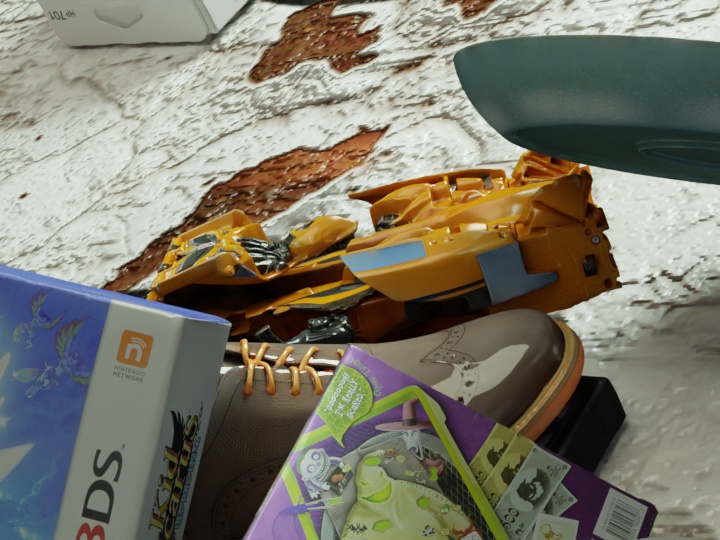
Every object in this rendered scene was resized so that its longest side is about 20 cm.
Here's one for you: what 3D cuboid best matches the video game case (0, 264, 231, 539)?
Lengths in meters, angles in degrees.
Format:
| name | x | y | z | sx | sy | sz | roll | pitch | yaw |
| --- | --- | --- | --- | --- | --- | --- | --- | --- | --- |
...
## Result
| name | x | y | z | sx | sy | sz | roll | pitch | yaw |
| --- | --- | --- | --- | --- | --- | --- | --- | --- | --- |
| video game case | -0.160 | 0.083 | 0.710 | 0.199 | 0.045 | 0.182 | 12 | 89 | 18 |

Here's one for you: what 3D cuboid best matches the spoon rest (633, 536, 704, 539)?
| name | x | y | z | sx | sy | sz | roll | pitch | yaw |
| --- | --- | --- | --- | --- | --- | --- | --- | --- | --- |
| spoon rest | 0.076 | 0.148 | 0.579 | 0.099 | 0.061 | 0.200 | 13 | 37 | 19 |

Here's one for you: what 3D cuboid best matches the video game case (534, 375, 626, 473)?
| name | x | y | z | sx | sy | sz | roll | pitch | yaw |
| --- | --- | --- | --- | --- | --- | --- | --- | --- | --- |
| video game case | -0.026 | 0.103 | 0.756 | 0.200 | 0.026 | 0.181 | 1 | 41 | 40 |

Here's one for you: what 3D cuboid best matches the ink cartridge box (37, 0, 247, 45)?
| name | x | y | z | sx | sy | sz | roll | pitch | yaw |
| --- | --- | --- | --- | --- | --- | --- | --- | --- | --- |
| ink cartridge box | -0.097 | -0.230 | 1.246 | 0.146 | 0.086 | 0.200 | 4 | 42 | 42 |

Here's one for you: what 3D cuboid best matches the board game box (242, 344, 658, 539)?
| name | x | y | z | sx | sy | sz | roll | pitch | yaw |
| --- | --- | --- | --- | --- | --- | --- | --- | --- | --- |
| board game box | 0.009 | 0.123 | 0.627 | 0.200 | 0.120 | 0.032 | -60 | 2 | -42 |

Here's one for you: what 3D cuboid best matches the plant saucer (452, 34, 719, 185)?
| name | x | y | z | sx | sy | sz | roll | pitch | yaw |
| --- | --- | --- | --- | --- | --- | --- | --- | --- | --- |
| plant saucer | 0.129 | -0.050 | 0.712 | 0.200 | 0.200 | 0.028 | 6 | 87 | 44 |

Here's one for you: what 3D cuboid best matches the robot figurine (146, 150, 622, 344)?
| name | x | y | z | sx | sy | sz | roll | pitch | yaw |
| --- | --- | --- | --- | --- | --- | --- | --- | --- | --- |
| robot figurine | 0.000 | 0.000 | 0.820 | 0.199 | 0.058 | 0.145 | -13 | 15 | 5 |

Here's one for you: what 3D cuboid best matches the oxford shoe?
| name | x | y | z | sx | sy | sz | roll | pitch | yaw |
| --- | --- | --- | --- | --- | --- | --- | --- | --- | --- |
| oxford shoe | -0.018 | 0.055 | 0.725 | 0.199 | 0.073 | 0.071 | -25 | 31 | 5 |
